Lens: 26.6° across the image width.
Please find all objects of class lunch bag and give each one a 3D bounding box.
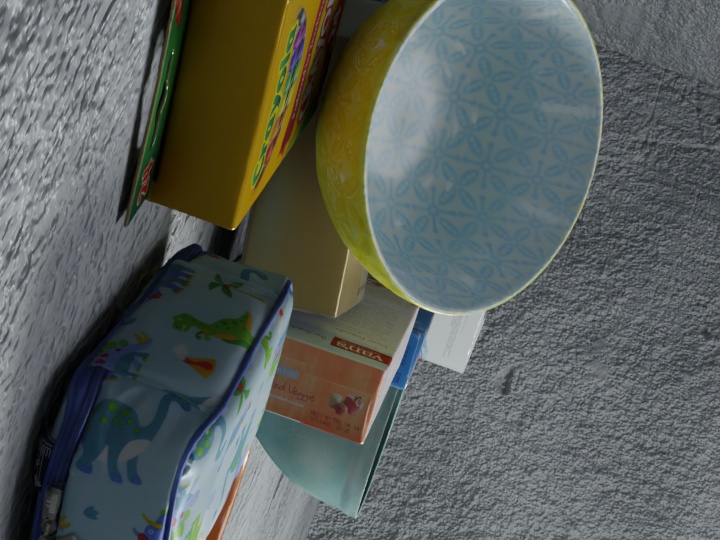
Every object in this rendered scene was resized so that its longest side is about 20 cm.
[{"bbox_3d":[-0.104,0.093,0.790,0.200,0.082,0.161,-64,171,-59],"label":"lunch bag"}]

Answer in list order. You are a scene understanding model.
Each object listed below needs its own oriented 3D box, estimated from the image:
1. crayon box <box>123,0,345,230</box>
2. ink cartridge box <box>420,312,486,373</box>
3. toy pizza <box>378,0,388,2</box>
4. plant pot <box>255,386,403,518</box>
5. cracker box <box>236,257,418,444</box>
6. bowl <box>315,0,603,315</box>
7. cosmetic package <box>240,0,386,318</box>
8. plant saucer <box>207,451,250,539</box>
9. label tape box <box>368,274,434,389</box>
[{"bbox_3d":[-0.053,-0.108,0.766,0.200,0.051,0.127,-63,171,-58],"label":"crayon box"},{"bbox_3d":[0.126,0.072,2.767,0.145,0.199,0.145,-56,165,-72],"label":"ink cartridge box"},{"bbox_3d":[0.046,-0.151,1.175,0.200,0.032,0.201,160,-90,-81],"label":"toy pizza"},{"bbox_3d":[-0.032,0.116,1.435,0.200,0.133,0.201,19,90,-85],"label":"plant pot"},{"bbox_3d":[-0.038,0.044,1.060,0.200,0.133,0.058,-53,161,-74],"label":"cracker box"},{"bbox_3d":[0.039,-0.082,0.894,0.199,0.107,0.201,-17,115,-40],"label":"bowl"},{"bbox_3d":[-0.020,-0.078,0.995,0.105,0.071,0.201,-37,139,-76],"label":"cosmetic package"},{"bbox_3d":[-0.129,0.187,1.176,0.200,0.037,0.201,18,90,-86],"label":"plant saucer"},{"bbox_3d":[0.000,0.000,1.266,0.200,0.143,0.064,-64,172,-57],"label":"label tape box"}]
